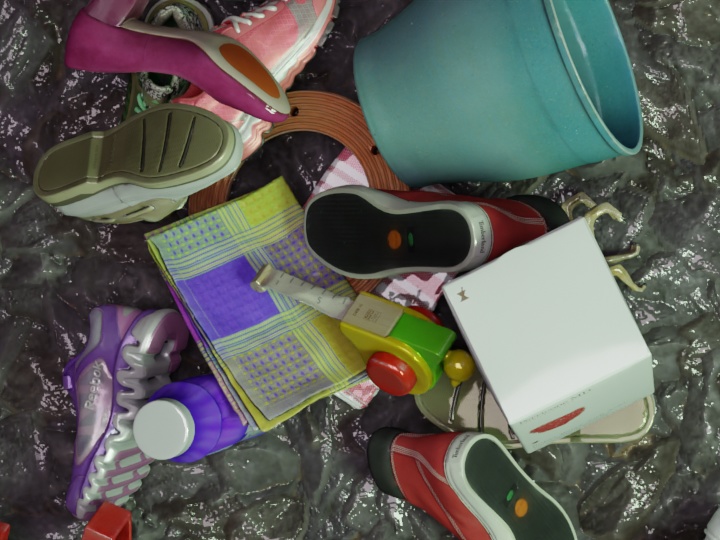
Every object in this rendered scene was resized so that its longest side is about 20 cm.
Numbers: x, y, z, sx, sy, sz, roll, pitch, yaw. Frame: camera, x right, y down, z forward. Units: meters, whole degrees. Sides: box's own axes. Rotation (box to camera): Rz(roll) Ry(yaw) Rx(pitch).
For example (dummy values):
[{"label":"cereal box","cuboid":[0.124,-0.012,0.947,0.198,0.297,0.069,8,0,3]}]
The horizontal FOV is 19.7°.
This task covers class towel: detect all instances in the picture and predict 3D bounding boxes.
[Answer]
[{"label":"towel","cuboid":[-0.073,0.026,1.687,0.143,0.023,0.200,-23,70,-23]},{"label":"towel","cuboid":[0.000,0.000,1.767,0.146,0.030,0.200,35,94,7]}]

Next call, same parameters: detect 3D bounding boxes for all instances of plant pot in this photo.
[{"label":"plant pot","cuboid":[0.105,-0.157,1.678,0.188,0.200,0.200,-20,89,21]}]

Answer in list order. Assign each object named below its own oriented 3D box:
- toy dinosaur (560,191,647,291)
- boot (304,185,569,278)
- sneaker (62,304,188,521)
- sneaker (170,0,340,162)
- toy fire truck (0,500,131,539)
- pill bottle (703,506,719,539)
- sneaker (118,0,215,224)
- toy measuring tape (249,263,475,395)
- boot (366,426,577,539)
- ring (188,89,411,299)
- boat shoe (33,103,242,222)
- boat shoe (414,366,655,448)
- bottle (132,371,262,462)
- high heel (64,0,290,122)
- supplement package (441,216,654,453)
[{"label":"toy dinosaur","cuboid":[0.170,-0.016,1.721,0.200,0.058,0.101,43,82,-7]},{"label":"boot","cuboid":[0.064,-0.033,1.669,0.200,0.144,0.073,6,99,43]},{"label":"sneaker","cuboid":[-0.218,0.114,1.771,0.088,0.080,0.201,23,101,23]},{"label":"sneaker","cuboid":[-0.087,-0.189,1.722,0.087,0.074,0.200,32,80,-22]},{"label":"toy fire truck","cuboid":[-0.280,0.276,1.759,0.141,0.049,0.200,19,115,6]},{"label":"pill bottle","cuboid":[0.278,0.299,1.700,0.112,0.112,0.200,33,94,4]},{"label":"sneaker","cuboid":[-0.175,-0.139,1.750,0.077,0.089,0.201,8,92,6]},{"label":"toy measuring tape","cuboid":[0.004,0.052,1.656,0.200,0.074,0.074,20,94,24]},{"label":"boot","cuboid":[0.092,0.206,1.746,0.072,0.144,0.200,-52,122,-28]},{"label":"ring","cuboid":[-0.051,-0.053,1.752,0.200,0.019,0.201,-3,82,19]},{"label":"boat shoe","cuboid":[-0.170,-0.083,1.685,0.200,0.068,0.075,-7,61,35]},{"label":"boat shoe","cuboid":[0.146,0.114,1.731,0.199,0.068,0.075,7,89,8]},{"label":"bottle","cuboid":[-0.128,0.118,1.692,0.083,0.200,0.065,-15,89,15]},{"label":"high heel","cuboid":[-0.149,-0.157,1.679,0.200,0.067,0.096,39,114,17]},{"label":"supplement package","cuboid":[0.149,0.055,1.601,0.121,0.200,0.120,-26,76,3]}]
